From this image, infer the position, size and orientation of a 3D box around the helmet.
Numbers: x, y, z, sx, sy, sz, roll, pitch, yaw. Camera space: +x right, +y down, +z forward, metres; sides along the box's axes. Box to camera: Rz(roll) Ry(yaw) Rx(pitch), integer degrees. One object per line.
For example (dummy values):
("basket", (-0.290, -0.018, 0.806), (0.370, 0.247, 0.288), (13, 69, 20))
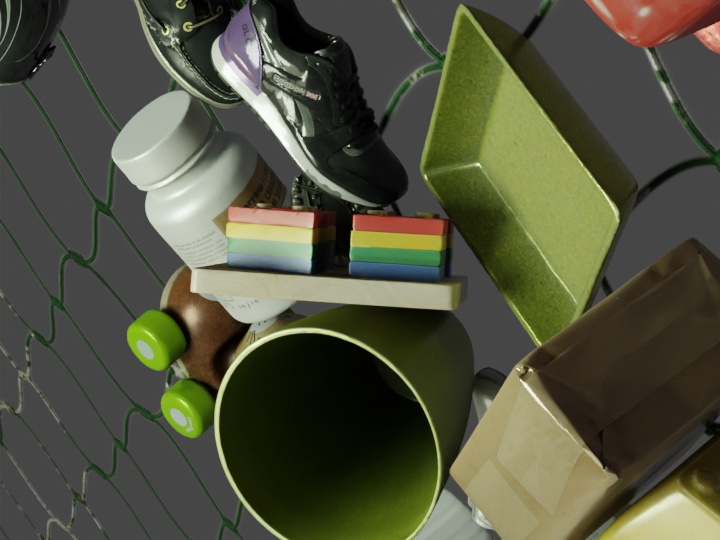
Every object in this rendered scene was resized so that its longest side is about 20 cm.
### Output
("helmet", (-0.370, -0.287, 1.654), (0.199, 0.199, 0.192), (31, 116, 38))

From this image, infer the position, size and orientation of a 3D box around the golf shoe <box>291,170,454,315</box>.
("golf shoe", (0.000, 0.000, 1.530), (0.201, 0.077, 0.088), (56, 164, 1))

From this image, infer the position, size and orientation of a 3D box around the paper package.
("paper package", (0.176, 0.097, 1.226), (0.104, 0.190, 0.200), (49, 152, 15))

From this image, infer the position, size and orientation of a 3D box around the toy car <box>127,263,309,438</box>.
("toy car", (-0.087, 0.067, 1.665), (0.199, 0.164, 0.159), (4, 126, 45))

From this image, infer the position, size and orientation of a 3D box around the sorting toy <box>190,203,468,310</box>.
("sorting toy", (-0.016, -0.015, 1.379), (0.200, 0.197, 0.070), (-20, -67, -84))

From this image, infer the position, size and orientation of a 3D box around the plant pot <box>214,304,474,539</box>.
("plant pot", (0.012, 0.098, 1.386), (0.186, 0.200, 0.189), (8, 112, 21))

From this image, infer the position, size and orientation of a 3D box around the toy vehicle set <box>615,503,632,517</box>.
("toy vehicle set", (0.254, 0.290, 1.508), (0.124, 0.026, 0.201), (29, 144, 40))

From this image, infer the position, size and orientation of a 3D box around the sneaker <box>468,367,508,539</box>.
("sneaker", (0.128, 0.176, 1.495), (0.075, 0.086, 0.201), (-115, 2, -68))

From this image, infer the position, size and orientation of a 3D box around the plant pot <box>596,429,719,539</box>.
("plant pot", (0.271, 0.211, 1.220), (0.194, 0.195, 0.201), (39, 143, 27))

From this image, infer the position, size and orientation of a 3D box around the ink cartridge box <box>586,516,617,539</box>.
("ink cartridge box", (0.232, 0.306, 1.439), (0.200, 0.083, 0.147), (38, 149, 27))

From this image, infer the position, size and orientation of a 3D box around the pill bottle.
("pill bottle", (-0.126, -0.059, 1.568), (0.114, 0.115, 0.200), (10, 145, 54))

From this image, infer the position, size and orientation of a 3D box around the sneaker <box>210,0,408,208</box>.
("sneaker", (-0.028, -0.138, 1.415), (0.200, 0.076, 0.088), (43, 132, -3))

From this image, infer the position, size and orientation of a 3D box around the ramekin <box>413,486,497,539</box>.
("ramekin", (0.064, 0.300, 1.748), (0.200, 0.098, 0.201), (39, 150, 27))

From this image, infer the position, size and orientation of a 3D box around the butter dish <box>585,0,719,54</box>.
("butter dish", (0.156, -0.203, 0.957), (0.201, 0.147, 0.199), (54, 152, 0))

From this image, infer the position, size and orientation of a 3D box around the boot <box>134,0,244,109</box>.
("boot", (-0.139, -0.240, 1.460), (0.205, 0.073, 0.154), (59, 158, -1))

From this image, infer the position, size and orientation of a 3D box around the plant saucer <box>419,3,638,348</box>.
("plant saucer", (0.124, -0.063, 1.247), (0.201, 0.048, 0.200), (57, 157, 26))
